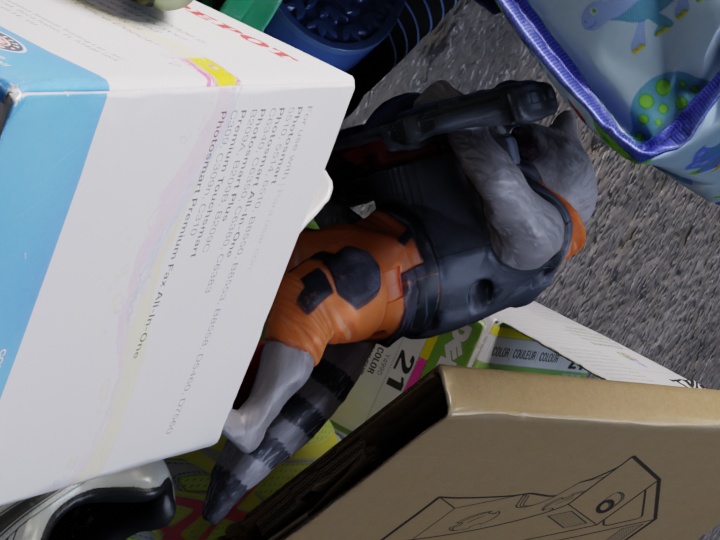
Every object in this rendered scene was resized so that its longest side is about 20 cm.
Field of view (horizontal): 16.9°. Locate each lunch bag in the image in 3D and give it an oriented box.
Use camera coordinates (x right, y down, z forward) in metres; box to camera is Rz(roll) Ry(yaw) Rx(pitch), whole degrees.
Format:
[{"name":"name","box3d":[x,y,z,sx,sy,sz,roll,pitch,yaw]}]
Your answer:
[{"name":"lunch bag","box3d":[0.083,-0.129,0.795,0.127,0.200,0.170,-37,168,11]}]

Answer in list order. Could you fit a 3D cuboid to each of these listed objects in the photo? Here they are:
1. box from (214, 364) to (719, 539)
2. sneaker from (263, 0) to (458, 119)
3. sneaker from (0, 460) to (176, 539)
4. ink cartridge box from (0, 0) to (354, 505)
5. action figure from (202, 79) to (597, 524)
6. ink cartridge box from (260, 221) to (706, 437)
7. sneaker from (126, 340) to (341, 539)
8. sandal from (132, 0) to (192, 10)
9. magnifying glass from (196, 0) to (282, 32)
[{"name":"box","box3d":[0.058,0.087,0.905,0.200,0.021,0.163,7,145,-38]},{"name":"sneaker","box3d":[-0.002,-0.108,0.893,0.078,0.070,0.200,-47,180,39]},{"name":"sneaker","box3d":[-0.141,0.123,0.814,0.200,0.088,0.076,-54,158,-16]},{"name":"ink cartridge box","box3d":[-0.105,-0.021,0.673,0.200,0.129,0.125,-8,123,-62]},{"name":"action figure","box3d":[0.000,0.000,0.874,0.193,0.105,0.200,-28,-173,-18]},{"name":"ink cartridge box","box3d":[0.068,0.057,1.039,0.076,0.200,0.148,-65,157,6]},{"name":"sneaker","box3d":[-0.087,0.090,0.930,0.200,0.078,0.090,-33,117,-41]},{"name":"sandal","box3d":[-0.031,-0.136,0.728,0.201,0.057,0.080,-81,178,-52]},{"name":"magnifying glass","box3d":[-0.017,-0.156,0.811,0.080,0.022,0.200,1,-113,66]}]
